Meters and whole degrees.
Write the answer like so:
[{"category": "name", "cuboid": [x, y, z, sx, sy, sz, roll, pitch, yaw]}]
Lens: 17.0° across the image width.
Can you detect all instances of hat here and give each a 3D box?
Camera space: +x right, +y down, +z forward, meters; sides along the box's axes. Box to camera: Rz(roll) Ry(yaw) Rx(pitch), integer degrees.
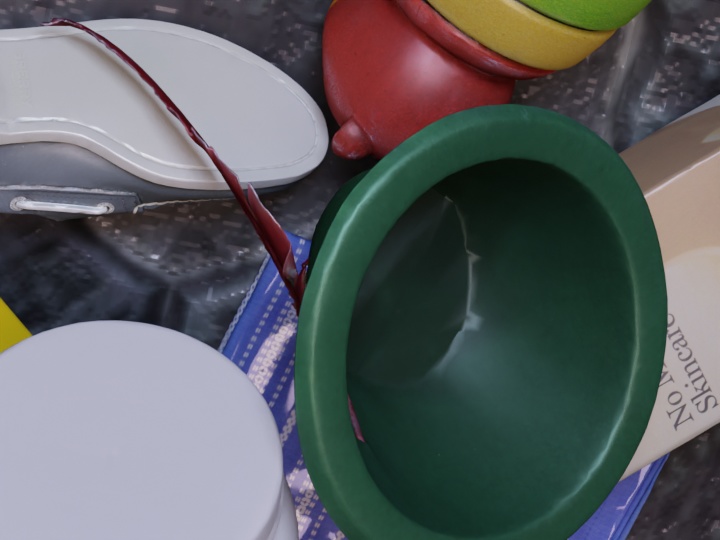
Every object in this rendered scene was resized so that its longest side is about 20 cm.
[{"category": "hat", "cuboid": [0.000, 0.000, 0.919, 0.165, 0.176, 0.201, -14, 109, -31]}]

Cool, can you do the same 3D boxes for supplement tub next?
[{"category": "supplement tub", "cuboid": [-0.095, 0.128, 0.919, 0.139, 0.141, 0.201, -1, 141, -8]}]

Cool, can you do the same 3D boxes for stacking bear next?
[{"category": "stacking bear", "cuboid": [0.055, -0.122, 0.907, 0.114, 0.121, 0.200, 44, 120, 12]}]

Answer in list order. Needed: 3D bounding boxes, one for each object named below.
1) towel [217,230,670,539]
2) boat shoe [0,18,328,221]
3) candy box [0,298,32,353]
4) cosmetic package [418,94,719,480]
[{"category": "towel", "cuboid": [0.023, 0.085, 1.022, 0.199, 0.024, 0.145, 24, 102, -15]}, {"category": "boat shoe", "cuboid": [-0.114, -0.054, 0.947, 0.199, 0.073, 0.062, 3, 149, -16]}, {"category": "candy box", "cuboid": [-0.213, -0.026, 0.918, 0.102, 0.026, 0.200, -17, 118, 45]}, {"category": "cosmetic package", "cuboid": [0.113, 0.013, 0.974, 0.199, 0.071, 0.106, -32, 105, -2]}]
